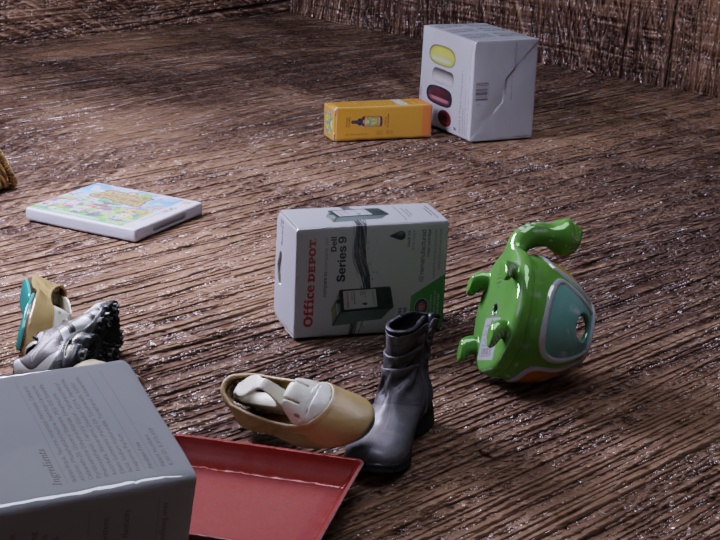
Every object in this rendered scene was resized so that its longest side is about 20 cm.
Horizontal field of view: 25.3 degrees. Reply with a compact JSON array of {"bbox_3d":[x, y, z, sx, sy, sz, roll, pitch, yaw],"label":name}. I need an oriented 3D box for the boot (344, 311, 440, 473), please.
[{"bbox_3d":[0.032,0.119,1.642,0.069,0.132,0.200,7,18,12],"label":"boot"}]

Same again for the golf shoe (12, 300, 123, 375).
[{"bbox_3d":[-0.326,0.081,1.803,0.094,0.078,0.200,-1,12,9],"label":"golf shoe"}]

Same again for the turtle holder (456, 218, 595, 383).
[{"bbox_3d":[0.198,0.042,1.852,0.131,0.141,0.186,15,53,-14],"label":"turtle holder"}]

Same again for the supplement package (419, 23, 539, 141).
[{"bbox_3d":[0.223,-0.364,3.070,0.146,0.192,0.200,-6,19,-27],"label":"supplement package"}]

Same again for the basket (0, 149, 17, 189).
[{"bbox_3d":[-0.657,-0.201,2.520,0.199,0.144,0.149,15,22,32],"label":"basket"}]

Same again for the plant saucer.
[{"bbox_3d":[-0.114,0.216,1.478,0.198,0.037,0.200,6,17,12],"label":"plant saucer"}]

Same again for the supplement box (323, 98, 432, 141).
[{"bbox_3d":[0.032,-0.283,2.998,0.199,0.067,0.069,-5,19,-23],"label":"supplement box"}]

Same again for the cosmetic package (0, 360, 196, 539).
[{"bbox_3d":[-0.256,0.193,1.264,0.199,0.168,0.166,-6,34,-28],"label":"cosmetic package"}]

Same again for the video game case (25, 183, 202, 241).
[{"bbox_3d":[-0.370,-0.090,2.416,0.199,0.022,0.182,11,20,25],"label":"video game case"}]

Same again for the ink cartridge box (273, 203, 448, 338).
[{"bbox_3d":[0.000,0.000,1.987,0.199,0.147,0.084,-4,20,-18],"label":"ink cartridge box"}]

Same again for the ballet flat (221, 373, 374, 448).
[{"bbox_3d":[-0.071,0.137,1.607,0.199,0.063,0.069,-1,49,47],"label":"ballet flat"}]

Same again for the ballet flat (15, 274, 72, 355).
[{"bbox_3d":[-0.374,0.051,1.911,0.063,0.069,0.200,13,16,-14],"label":"ballet flat"}]

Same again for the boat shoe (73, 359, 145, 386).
[{"bbox_3d":[-0.288,0.136,1.642,0.064,0.072,0.200,8,17,19],"label":"boat shoe"}]
